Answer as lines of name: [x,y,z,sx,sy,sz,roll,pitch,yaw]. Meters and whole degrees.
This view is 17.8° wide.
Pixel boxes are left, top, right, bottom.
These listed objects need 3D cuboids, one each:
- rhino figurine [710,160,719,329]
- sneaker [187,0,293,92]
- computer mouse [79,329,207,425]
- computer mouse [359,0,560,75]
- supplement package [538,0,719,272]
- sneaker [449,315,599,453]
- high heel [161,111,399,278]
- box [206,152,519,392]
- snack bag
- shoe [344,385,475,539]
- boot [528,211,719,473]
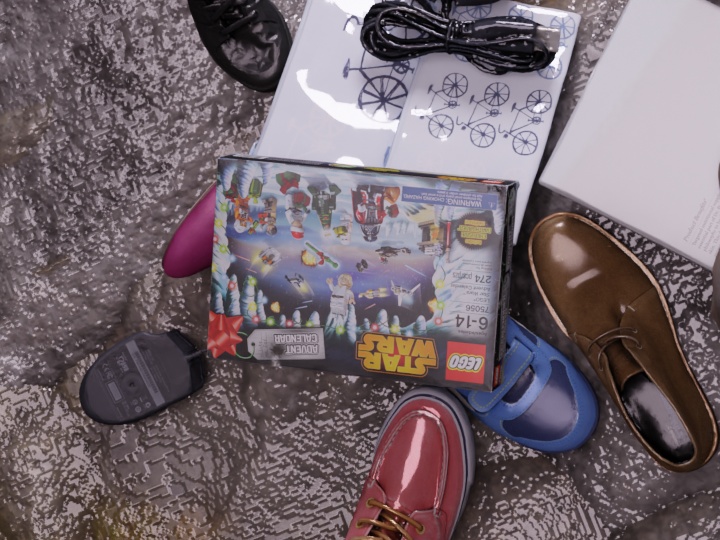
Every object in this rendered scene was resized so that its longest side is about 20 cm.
rhino figurine: [0.257,-0.044,1.381,0.087,0.060,0.201,4,89,24]
sneaker: [-0.115,-0.217,1.603,0.060,0.104,0.200,-28,83,11]
computer mouse: [-0.109,0.054,1.639,0.199,0.034,0.059,-24,92,5]
computer mouse: [0.077,-0.238,1.565,0.138,0.053,0.201,7,77,10]
supplement package: [0.246,-0.076,1.492,0.200,0.151,0.152,28,96,12]
sneaker: [0.076,0.053,1.566,0.200,0.082,0.074,40,96,9]
high heel: [-0.043,-0.040,1.599,0.200,0.067,0.096,-41,70,6]
box: [0.000,0.000,1.519,0.199,0.040,0.137,6,99,15]
snack bag: [0.034,-0.115,1.573,0.199,0.021,0.189,14,69,11]
shoe: [0.023,0.181,1.547,0.071,0.091,0.201,18,107,12]
boot: [0.176,0.045,1.546,0.074,0.075,0.200,-34,81,12]
